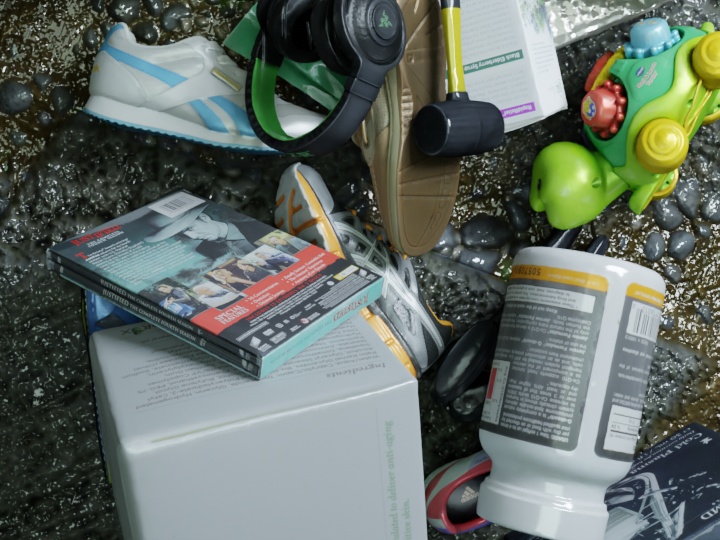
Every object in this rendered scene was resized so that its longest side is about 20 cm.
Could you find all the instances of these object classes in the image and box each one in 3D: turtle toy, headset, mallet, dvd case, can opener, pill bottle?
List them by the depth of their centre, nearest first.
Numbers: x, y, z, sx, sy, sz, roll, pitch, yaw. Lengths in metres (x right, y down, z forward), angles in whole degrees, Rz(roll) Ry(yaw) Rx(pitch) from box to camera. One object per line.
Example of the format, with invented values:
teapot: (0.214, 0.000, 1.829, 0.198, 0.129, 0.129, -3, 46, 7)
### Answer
headset: (-0.030, -0.181, 0.743, 0.094, 0.123, 0.201, 16, 98, -45)
dvd case: (-0.103, 0.002, 0.768, 0.199, 0.146, 0.022, 24, 124, 25)
mallet: (0.073, -0.182, 0.776, 0.066, 0.041, 0.201, 1, 89, -41)
pill bottle: (0.151, 0.091, 0.784, 0.116, 0.116, 0.201, 13, 86, -5)
turtle toy: (0.214, -0.114, 0.836, 0.101, 0.146, 0.201, 34, 90, 15)
can opener: (0.133, 0.042, 0.867, 0.063, 0.079, 0.200, 44, 79, 3)

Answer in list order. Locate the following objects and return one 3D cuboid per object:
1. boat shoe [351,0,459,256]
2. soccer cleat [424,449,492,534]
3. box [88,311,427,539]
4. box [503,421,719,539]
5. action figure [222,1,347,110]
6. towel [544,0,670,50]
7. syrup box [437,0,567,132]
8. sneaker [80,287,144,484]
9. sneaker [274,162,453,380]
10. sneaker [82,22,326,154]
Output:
boat shoe: (0.029, -0.112, 0.808, 0.071, 0.064, 0.201, -8, 100, -44)
soccer cleat: (0.142, 0.155, 0.865, 0.199, 0.073, 0.068, -28, 93, -3)
box: (-0.073, 0.144, 0.756, 0.199, 0.171, 0.200, -11, 114, -16)
box: (0.238, 0.230, 0.815, 0.199, 0.197, 0.124, -30, 95, -3)
action figure: (0.002, -0.156, 0.849, 0.200, 0.055, 0.118, 41, 87, -12)
towel: (0.195, -0.267, 0.871, 0.199, 0.034, 0.133, -23, 93, -2)
syrup box: (0.094, -0.208, 0.821, 0.081, 0.079, 0.201, -10, 100, 27)
sneaker: (-0.178, 0.068, 0.844, 0.078, 0.066, 0.201, -9, 94, -15)
sneaker: (0.000, 0.000, 0.854, 0.077, 0.078, 0.201, -31, 92, -27)
sneaker: (-0.111, -0.136, 0.830, 0.199, 0.077, 0.081, 12, 92, -7)
